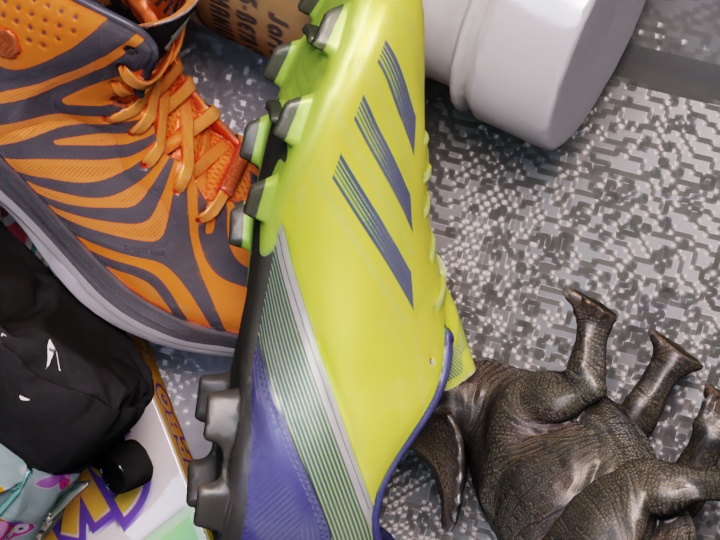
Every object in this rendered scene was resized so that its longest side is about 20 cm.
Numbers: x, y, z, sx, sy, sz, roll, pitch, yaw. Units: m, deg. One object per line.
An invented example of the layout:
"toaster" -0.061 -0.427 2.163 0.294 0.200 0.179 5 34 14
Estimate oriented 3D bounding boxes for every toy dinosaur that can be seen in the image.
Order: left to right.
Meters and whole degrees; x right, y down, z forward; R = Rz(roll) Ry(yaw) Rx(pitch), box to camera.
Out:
"toy dinosaur" 0.079 0.074 0.917 0.200 0.077 0.102 43 102 33

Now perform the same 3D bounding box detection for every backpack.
"backpack" -0.187 0.063 0.938 0.167 0.127 0.200 44 101 10

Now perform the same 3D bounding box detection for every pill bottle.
"pill bottle" -0.005 -0.121 0.944 0.199 0.114 0.115 26 91 13

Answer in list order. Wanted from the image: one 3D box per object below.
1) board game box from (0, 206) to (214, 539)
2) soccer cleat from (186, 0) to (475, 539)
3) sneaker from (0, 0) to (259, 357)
"board game box" -0.117 0.050 0.999 0.095 0.030 0.201 -23 83 9
"soccer cleat" 0.000 0.000 0.889 0.083 0.065 0.201 10 100 -10
"sneaker" -0.068 -0.049 0.919 0.200 0.112 0.078 32 48 -21
